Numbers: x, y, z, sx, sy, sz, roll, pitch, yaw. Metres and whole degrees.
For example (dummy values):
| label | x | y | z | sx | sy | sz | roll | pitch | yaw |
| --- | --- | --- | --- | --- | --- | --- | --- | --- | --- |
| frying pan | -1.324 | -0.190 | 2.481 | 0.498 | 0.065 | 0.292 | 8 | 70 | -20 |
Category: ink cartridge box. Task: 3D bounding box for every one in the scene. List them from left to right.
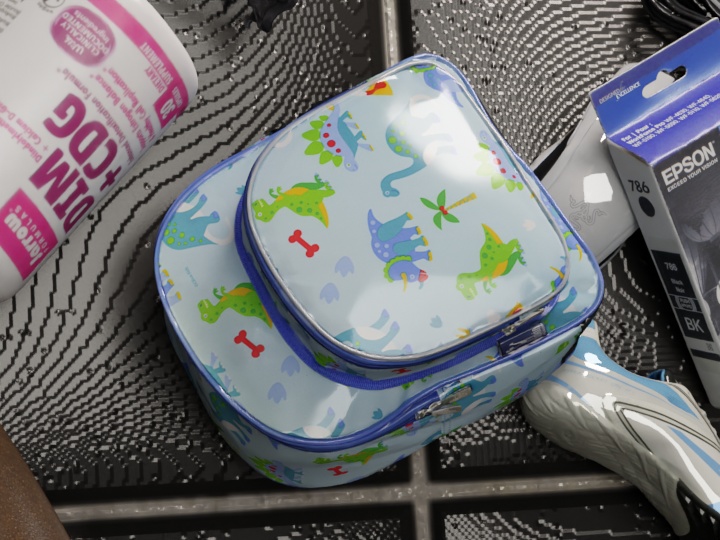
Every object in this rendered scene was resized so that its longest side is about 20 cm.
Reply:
| label | x | y | z | sx | sy | sz | roll | pitch | yaw |
| --- | --- | --- | --- | --- | --- | --- | --- | --- | --- |
| ink cartridge box | 0.205 | -0.030 | 1.156 | 0.099 | 0.039 | 0.200 | -32 | 108 | -20 |

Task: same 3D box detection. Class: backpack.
| label | x | y | z | sx | sy | sz | roll | pitch | yaw |
| --- | --- | --- | --- | --- | --- | --- | --- | --- | --- |
| backpack | 0.000 | 0.000 | 1.058 | 0.200 | 0.147 | 0.183 | -30 | 75 | -10 |

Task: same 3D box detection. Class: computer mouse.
| label | x | y | z | sx | sy | sz | roll | pitch | yaw |
| --- | --- | --- | --- | --- | --- | --- | --- | --- | --- |
| computer mouse | 0.162 | -0.076 | 1.177 | 0.110 | 0.044 | 0.200 | 41 | 74 | -9 |

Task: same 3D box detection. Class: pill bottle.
| label | x | y | z | sx | sy | sz | roll | pitch | yaw |
| --- | --- | --- | --- | --- | --- | --- | --- | --- | --- |
| pill bottle | -0.184 | -0.056 | 1.036 | 0.113 | 0.113 | 0.200 | 42 | 74 | -7 |

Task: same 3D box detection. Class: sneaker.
| label | x | y | z | sx | sy | sz | roll | pitch | yaw |
| --- | --- | --- | --- | --- | --- | --- | --- | --- | --- |
| sneaker | 0.177 | 0.101 | 1.146 | 0.200 | 0.072 | 0.073 | 38 | 67 | -12 |

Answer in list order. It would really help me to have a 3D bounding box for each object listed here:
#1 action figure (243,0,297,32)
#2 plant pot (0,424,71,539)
| label | x | y | z | sx | sy | sz | roll | pitch | yaw |
| --- | --- | --- | --- | --- | --- | --- | --- | --- | --- |
| action figure | -0.117 | -0.206 | 1.077 | 0.200 | 0.119 | 0.102 | 24 | 113 | -17 |
| plant pot | -0.209 | 0.149 | 0.980 | 0.187 | 0.187 | 0.200 | -11 | 72 | -18 |
